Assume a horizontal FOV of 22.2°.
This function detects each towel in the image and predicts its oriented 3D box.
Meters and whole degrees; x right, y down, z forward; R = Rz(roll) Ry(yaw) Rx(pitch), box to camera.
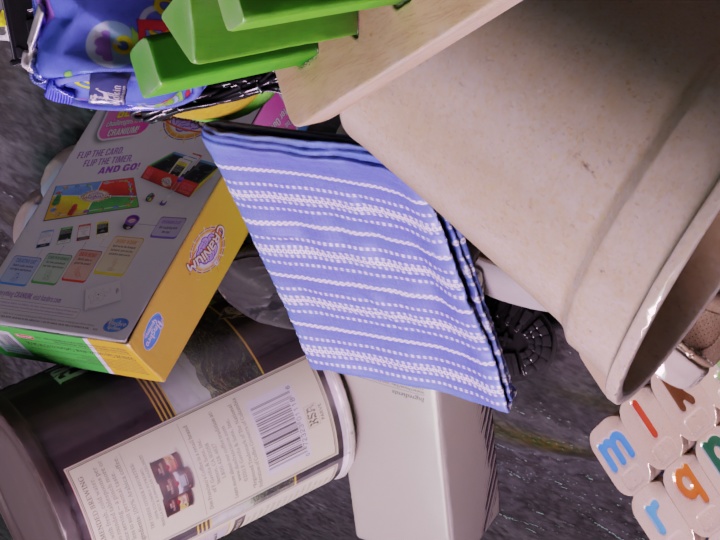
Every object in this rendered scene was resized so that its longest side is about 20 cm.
[{"bbox_3d":[0.000,0.000,1.007,0.144,0.024,0.200,10,141,32],"label":"towel"}]

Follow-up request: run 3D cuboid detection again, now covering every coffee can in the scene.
[{"bbox_3d":[-0.124,0.107,1.161,0.146,0.199,0.147,45,148,38],"label":"coffee can"}]

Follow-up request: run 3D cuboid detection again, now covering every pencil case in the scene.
[{"bbox_3d":[-0.123,-0.170,0.854,0.086,0.201,0.078,-5,175,-23],"label":"pencil case"}]

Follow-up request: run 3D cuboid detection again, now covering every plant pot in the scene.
[{"bbox_3d":[0.099,-0.073,0.844,0.183,0.201,0.201,35,158,14],"label":"plant pot"}]

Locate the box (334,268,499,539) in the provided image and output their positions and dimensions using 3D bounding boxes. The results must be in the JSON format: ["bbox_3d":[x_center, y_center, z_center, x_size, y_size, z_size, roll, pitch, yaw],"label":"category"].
[{"bbox_3d":[0.036,0.089,1.173,0.082,0.068,0.201,16,131,28],"label":"box"}]

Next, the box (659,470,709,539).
[{"bbox_3d":[0.283,0.175,1.151,0.106,0.123,0.200,7,164,-21],"label":"box"}]

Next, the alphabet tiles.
[{"bbox_3d":[0.210,0.095,1.093,0.196,0.015,0.200,57,145,16],"label":"alphabet tiles"}]

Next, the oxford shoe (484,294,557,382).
[{"bbox_3d":[0.041,0.027,1.244,0.199,0.073,0.084,17,179,17],"label":"oxford shoe"}]

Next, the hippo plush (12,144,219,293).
[{"bbox_3d":[-0.147,-0.001,1.323,0.160,0.160,0.200,9,-168,-35],"label":"hippo plush"}]

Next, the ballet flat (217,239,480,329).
[{"bbox_3d":[-0.006,-0.006,1.080,0.199,0.057,0.067,-12,126,39],"label":"ballet flat"}]

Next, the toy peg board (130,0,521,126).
[{"bbox_3d":[-0.040,-0.173,0.748,0.200,0.097,0.200,-23,83,60],"label":"toy peg board"}]

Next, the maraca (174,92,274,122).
[{"bbox_3d":[-0.108,-0.169,0.961,0.137,0.107,0.201,-13,111,37],"label":"maraca"}]

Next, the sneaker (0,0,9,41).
[{"bbox_3d":[-0.189,-0.178,1.072,0.074,0.085,0.200,7,179,-8],"label":"sneaker"}]

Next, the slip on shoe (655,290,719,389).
[{"bbox_3d":[0.117,-0.019,0.978,0.200,0.061,0.076,39,-159,4],"label":"slip on shoe"}]

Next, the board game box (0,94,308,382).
[{"bbox_3d":[-0.135,-0.033,1.131,0.153,0.201,0.040,6,149,41],"label":"board game box"}]

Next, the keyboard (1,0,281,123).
[{"bbox_3d":[-0.079,-0.133,0.899,0.199,0.128,0.021,-11,178,10],"label":"keyboard"}]

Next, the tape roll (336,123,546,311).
[{"bbox_3d":[0.080,-0.045,1.076,0.202,0.037,0.203,24,155,12],"label":"tape roll"}]
